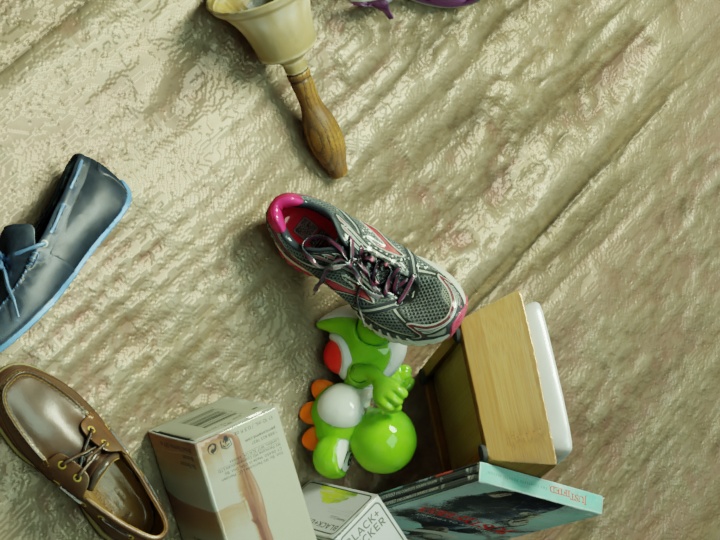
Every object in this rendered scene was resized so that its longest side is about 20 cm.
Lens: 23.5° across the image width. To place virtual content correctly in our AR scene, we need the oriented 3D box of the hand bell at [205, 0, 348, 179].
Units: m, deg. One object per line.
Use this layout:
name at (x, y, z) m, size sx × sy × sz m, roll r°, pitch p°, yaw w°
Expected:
hand bell at (-0.051, -0.170, 1.545) m, size 0.104 × 0.104 × 0.200 m, roll -40°, pitch 124°, yaw -26°

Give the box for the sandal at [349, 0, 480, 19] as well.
sandal at (0.036, -0.256, 1.584) m, size 0.202 × 0.082 × 0.050 m, roll 1°, pitch 78°, yaw -34°

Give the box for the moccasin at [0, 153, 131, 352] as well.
moccasin at (-0.269, -0.012, 1.408) m, size 0.068 × 0.080 × 0.200 m, roll 46°, pitch 53°, yaw -20°

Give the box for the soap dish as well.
soap dish at (0.118, 0.123, 1.567) m, size 0.081 × 0.200 × 0.158 m, roll -7°, pitch 73°, yaw -13°

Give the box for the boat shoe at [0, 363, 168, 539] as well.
boat shoe at (-0.227, 0.153, 1.432) m, size 0.072 × 0.068 × 0.200 m, roll -48°, pitch 115°, yaw -23°

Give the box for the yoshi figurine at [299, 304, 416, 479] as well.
yoshi figurine at (0.023, 0.100, 1.574) m, size 0.112 × 0.112 × 0.200 m, roll 24°, pitch 81°, yaw -38°

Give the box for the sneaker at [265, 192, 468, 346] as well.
sneaker at (0.000, 0.000, 1.511) m, size 0.200 × 0.075 × 0.081 m, roll 29°, pitch 83°, yaw 14°

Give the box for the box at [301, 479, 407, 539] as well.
box at (0.014, 0.288, 1.564) m, size 0.060 × 0.117 × 0.200 m, roll -42°, pitch 111°, yaw -25°

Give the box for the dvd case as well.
dvd case at (0.100, 0.217, 1.571) m, size 0.146 × 0.200 × 0.022 m, roll 19°, pitch 64°, yaw -32°

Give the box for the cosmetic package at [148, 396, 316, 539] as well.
cosmetic package at (-0.101, 0.219, 1.496) m, size 0.087 × 0.103 × 0.200 m, roll -23°, pitch 101°, yaw -29°
